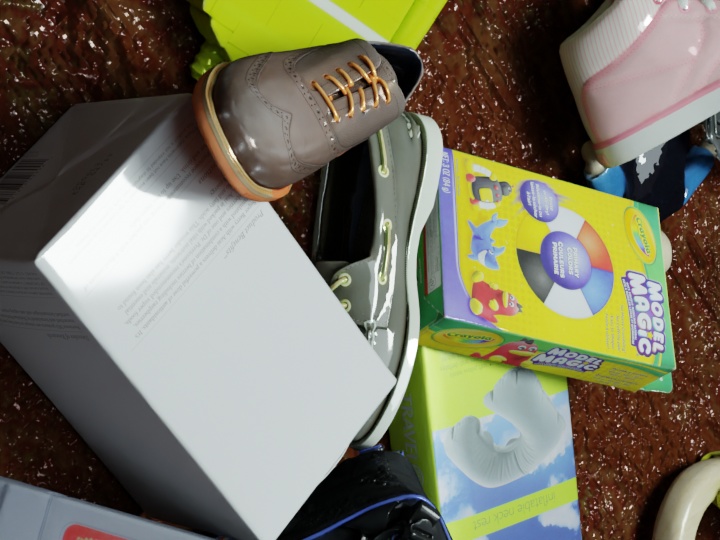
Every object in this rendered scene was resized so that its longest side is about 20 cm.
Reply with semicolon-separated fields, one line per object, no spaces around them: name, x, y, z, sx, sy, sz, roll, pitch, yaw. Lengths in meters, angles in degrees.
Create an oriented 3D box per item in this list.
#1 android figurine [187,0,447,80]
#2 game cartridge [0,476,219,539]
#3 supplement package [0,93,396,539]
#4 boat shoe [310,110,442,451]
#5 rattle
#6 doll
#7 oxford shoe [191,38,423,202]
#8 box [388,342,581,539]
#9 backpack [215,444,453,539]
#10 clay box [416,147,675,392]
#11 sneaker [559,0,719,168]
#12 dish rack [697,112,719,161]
android figurine;-0.021;-0.180;0.931;0.181;0.041;0.201;26;98;-36
game cartridge;-0.114;0.192;0.833;0.041;0.198;0.135;36;68;-79
supplement package;-0.099;0.026;0.862;0.121;0.119;0.201;-49;120;-27
boat shoe;-0.002;0.000;0.972;0.060;0.072;0.204;17;76;-36
rattle;0.262;0.227;1.157;0.200;0.142;0.131;-46;138;-33
doll;0.197;-0.093;1.136;0.135;0.048;0.203;-2;94;-37
oxford shoe;-0.023;-0.088;0.838;0.072;0.072;0.200;62;23;-6
box;0.079;0.127;1.058;0.121;0.047;0.203;-13;100;-37
backpack;-0.032;0.213;0.920;0.198;0.135;0.184;-25;109;-5
clay box;0.121;0.003;1.036;0.198;0.048;0.116;12;62;-27
sneaker;0.217;-0.156;1.052;0.199;0.075;0.105;-29;93;5
dish rack;0.274;-0.167;1.155;0.153;0.054;0.203;8;80;-56
